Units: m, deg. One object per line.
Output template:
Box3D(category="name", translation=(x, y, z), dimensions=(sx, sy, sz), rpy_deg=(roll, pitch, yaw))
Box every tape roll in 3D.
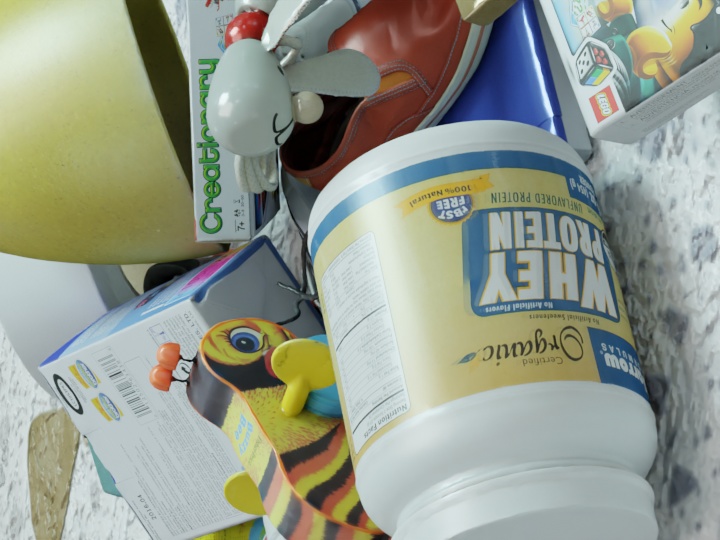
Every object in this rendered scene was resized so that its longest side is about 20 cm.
Box3D(category="tape roll", translation=(-0.177, -0.019, 1.620), dimensions=(0.202, 0.071, 0.203), rpy_deg=(-16, -90, -77))

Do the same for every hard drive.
Box3D(category="hard drive", translation=(0.061, -0.118, 1.350), dimensions=(0.132, 0.025, 0.200), rpy_deg=(-48, 46, 50))

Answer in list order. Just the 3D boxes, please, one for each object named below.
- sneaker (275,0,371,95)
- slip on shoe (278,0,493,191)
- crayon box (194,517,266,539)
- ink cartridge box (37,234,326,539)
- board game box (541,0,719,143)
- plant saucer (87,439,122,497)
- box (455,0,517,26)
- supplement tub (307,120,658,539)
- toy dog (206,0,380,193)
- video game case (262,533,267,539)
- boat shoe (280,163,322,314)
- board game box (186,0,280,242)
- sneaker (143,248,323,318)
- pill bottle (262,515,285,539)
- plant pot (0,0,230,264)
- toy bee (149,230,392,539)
Box3D(category="sneaker", translation=(-0.039, -0.113, 1.472), dimensions=(0.200, 0.071, 0.073), rpy_deg=(151, 113, -65))
Box3D(category="slip on shoe", translation=(0.017, -0.115, 1.339), dimensions=(0.200, 0.061, 0.074), rpy_deg=(-58, 37, 35))
Box3D(category="crayon box", translation=(-0.050, 0.202, 1.500), dimensions=(0.200, 0.051, 0.127), rpy_deg=(-18, 72, 61))
Box3D(category="ink cartridge box", translation=(-0.096, 0.077, 1.465), dimensions=(0.200, 0.076, 0.137), rpy_deg=(-24, 102, 48))
Box3D(category="board game box", translation=(0.127, -0.175, 1.141), dimensions=(0.126, 0.035, 0.200), rpy_deg=(-33, 66, 35))
Box3D(category="plant saucer", translation=(-0.183, 0.053, 1.699), dimensions=(0.070, 0.019, 0.200), rpy_deg=(-23, -83, -76))
Box3D(category="box", translation=(0.099, -0.238, 1.232), dimensions=(0.200, 0.021, 0.164), rpy_deg=(-39, 54, 32))
Box3D(category="supplement tub", translation=(0.060, 0.046, 1.207), dimensions=(0.145, 0.144, 0.200), rpy_deg=(-48, 46, 50))
Box3D(category="toy dog", translation=(-0.016, -0.140, 1.272), dimensions=(0.132, 0.096, 0.200), rpy_deg=(60, -148, -69))
Box3D(category="video game case", translation=(-0.091, 0.253, 1.387), dimensions=(0.200, 0.017, 0.143), rpy_deg=(-69, 4, -53))
Box3D(category="boat shoe", translation=(0.000, 0.000, 1.414), dimensions=(0.200, 0.072, 0.068), rpy_deg=(60, 143, 43))
Box3D(category="board game box", translation=(-0.069, -0.122, 1.376), dimensions=(0.126, 0.035, 0.200), rpy_deg=(-58, -33, -81))
Box3D(category="sneaker", translation=(-0.076, 0.042, 1.533), dimensions=(0.200, 0.082, 0.077), rpy_deg=(31, 114, 59))
Box3D(category="pill bottle", translation=(0.006, 0.207, 1.329), dimensions=(0.109, 0.109, 0.200), rpy_deg=(-54, 42, 46))
Box3D(category="plant pot", translation=(-0.172, -0.083, 1.446), dimensions=(0.200, 0.142, 0.200), rpy_deg=(-19, -90, -86))
Box3D(category="toy bee", translation=(-0.051, 0.072, 1.307), dimensions=(0.200, 0.109, 0.131), rpy_deg=(-127, 40, -56))
